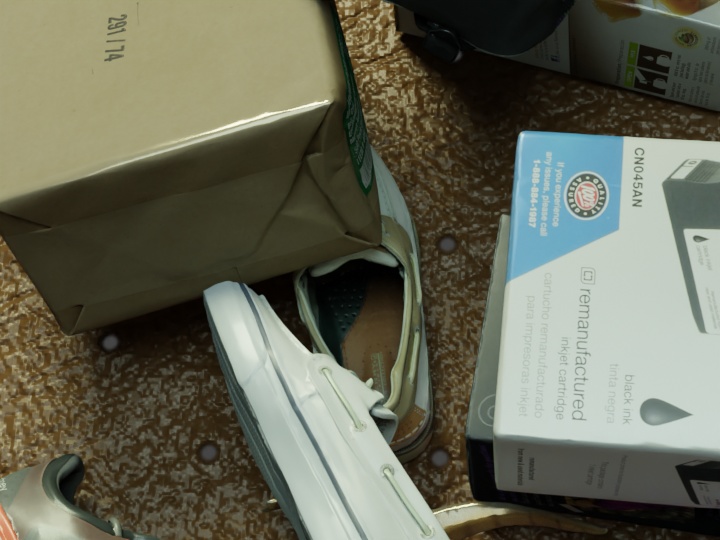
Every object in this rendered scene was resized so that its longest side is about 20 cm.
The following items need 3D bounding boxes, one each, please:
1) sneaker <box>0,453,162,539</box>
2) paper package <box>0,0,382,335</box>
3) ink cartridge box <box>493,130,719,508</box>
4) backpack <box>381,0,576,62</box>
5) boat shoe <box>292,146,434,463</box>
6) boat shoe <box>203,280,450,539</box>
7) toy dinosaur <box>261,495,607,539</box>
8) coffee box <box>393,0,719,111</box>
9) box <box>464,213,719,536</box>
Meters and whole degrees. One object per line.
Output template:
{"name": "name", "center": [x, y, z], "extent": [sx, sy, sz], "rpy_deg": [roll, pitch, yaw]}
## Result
{"name": "sneaker", "center": [-0.121, 0.169, 0.753], "extent": [0.082, 0.077, 0.200], "rpy_deg": [-32, 67, -16]}
{"name": "paper package", "center": [-0.097, -0.089, 0.812], "extent": [0.190, 0.104, 0.200], "rpy_deg": [-16, 45, 6]}
{"name": "ink cartridge box", "center": [0.162, 0.024, 0.663], "extent": [0.199, 0.084, 0.145], "rpy_deg": [4, 67, 7]}
{"name": "backpack", "center": [0.060, -0.230, 0.778], "extent": [0.177, 0.151, 0.200], "rpy_deg": [27, 47, 4]}
{"name": "boat shoe", "center": [0.000, 0.000, 0.817], "extent": [0.074, 0.068, 0.201], "rpy_deg": [-15, 65, -1]}
{"name": "boat shoe", "center": [-0.014, 0.082, 0.728], "extent": [0.067, 0.074, 0.200], "rpy_deg": [-20, 60, -12]}
{"name": "toy dinosaur", "center": [0.011, 0.143, 0.766], "extent": [0.200, 0.060, 0.106], "rpy_deg": [-35, 79, 1]}
{"name": "coffee box", "center": [0.128, -0.181, 0.880], "extent": [0.199, 0.080, 0.115], "rpy_deg": [15, 66, 12]}
{"name": "box", "center": [0.159, 0.058, 0.753], "extent": [0.199, 0.106, 0.123], "rpy_deg": [8, 67, 9]}
